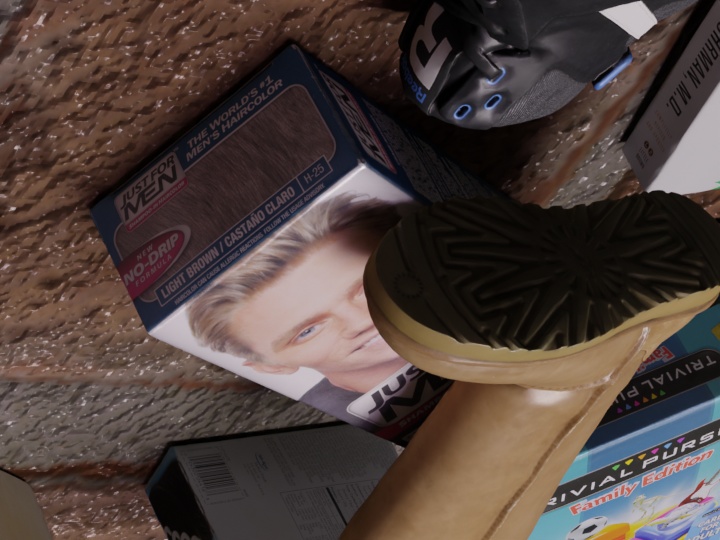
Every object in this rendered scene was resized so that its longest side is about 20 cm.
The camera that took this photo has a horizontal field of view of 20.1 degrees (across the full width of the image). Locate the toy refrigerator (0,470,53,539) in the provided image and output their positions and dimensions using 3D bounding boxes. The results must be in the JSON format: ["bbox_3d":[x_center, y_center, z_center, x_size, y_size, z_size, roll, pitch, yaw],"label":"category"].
[{"bbox_3d":[-0.140,0.174,0.777,0.076,0.201,0.070,-33,150,10],"label":"toy refrigerator"}]

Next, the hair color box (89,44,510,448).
[{"bbox_3d":[0.000,0.000,0.770,0.100,0.061,0.200,-38,149,15],"label":"hair color box"}]

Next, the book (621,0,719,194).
[{"bbox_3d":[0.198,-0.110,0.792,0.133,0.048,0.200,-10,149,-27],"label":"book"}]

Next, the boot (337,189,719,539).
[{"bbox_3d":[0.037,0.062,0.770,0.174,0.066,0.200,-4,141,-38],"label":"boot"}]

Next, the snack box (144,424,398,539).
[{"bbox_3d":[-0.001,0.157,0.868,0.116,0.201,0.037,-3,140,-36],"label":"snack box"}]

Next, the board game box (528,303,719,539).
[{"bbox_3d":[0.123,0.106,1.002,0.150,0.047,0.200,-21,150,-11],"label":"board game box"}]

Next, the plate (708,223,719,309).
[{"bbox_3d":[0.153,0.046,1.007,0.199,0.026,0.201,-22,149,-14],"label":"plate"}]

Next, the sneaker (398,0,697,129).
[{"bbox_3d":[0.038,-0.096,0.641,0.112,0.073,0.199,-45,148,23],"label":"sneaker"}]
